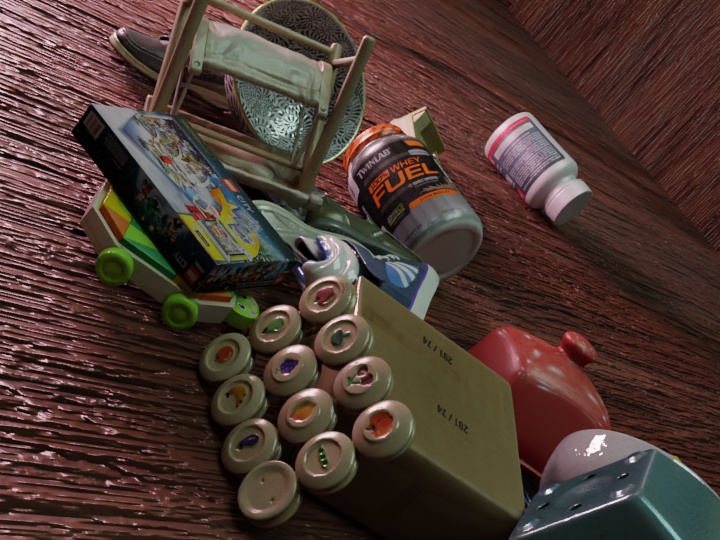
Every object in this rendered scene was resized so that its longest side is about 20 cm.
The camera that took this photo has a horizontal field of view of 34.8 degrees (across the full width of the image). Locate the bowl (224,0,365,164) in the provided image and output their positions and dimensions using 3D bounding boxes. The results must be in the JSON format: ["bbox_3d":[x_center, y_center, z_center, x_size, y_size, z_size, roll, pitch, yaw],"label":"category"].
[{"bbox_3d":[-0.097,-0.223,1.401,0.199,0.094,0.204,3,86,-39],"label":"bowl"}]

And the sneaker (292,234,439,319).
[{"bbox_3d":[0.000,0.000,1.176,0.146,0.081,0.200,40,20,-6],"label":"sneaker"}]

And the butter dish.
[{"bbox_3d":[0.198,0.131,1.248,0.199,0.148,0.200,35,14,-15],"label":"butter dish"}]

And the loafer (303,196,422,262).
[{"bbox_3d":[0.010,-0.029,1.315,0.199,0.075,0.070,33,38,-42],"label":"loafer"}]

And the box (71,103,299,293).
[{"bbox_3d":[-0.160,-0.067,1.063,0.200,0.038,0.136,50,22,18],"label":"box"}]

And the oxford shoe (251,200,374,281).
[{"bbox_3d":[-0.055,-0.011,1.216,0.199,0.075,0.058,25,46,-40],"label":"oxford shoe"}]

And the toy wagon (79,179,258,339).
[{"bbox_3d":[-0.162,-0.005,1.051,0.199,0.040,0.156,36,23,-16],"label":"toy wagon"}]

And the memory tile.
[{"bbox_3d":[-0.049,0.097,0.917,0.017,0.152,0.201,58,4,-45],"label":"memory tile"}]

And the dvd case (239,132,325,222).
[{"bbox_3d":[-0.086,-0.090,1.372,0.200,0.018,0.142,50,23,15],"label":"dvd case"}]

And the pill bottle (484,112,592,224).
[{"bbox_3d":[0.337,-0.188,2.154,0.201,0.120,0.119,52,23,23],"label":"pill bottle"}]

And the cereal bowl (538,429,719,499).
[{"bbox_3d":[0.247,0.249,1.070,0.200,0.200,0.083,44,61,3],"label":"cereal bowl"}]

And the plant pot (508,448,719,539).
[{"bbox_3d":[0.220,0.264,0.920,0.202,0.195,0.196,65,23,1],"label":"plant pot"}]

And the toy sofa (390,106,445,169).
[{"bbox_3d":[0.079,-0.159,1.727,0.083,0.097,0.201,60,12,-27],"label":"toy sofa"}]

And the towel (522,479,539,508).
[{"bbox_3d":[0.229,0.303,1.178,0.146,0.024,0.201,28,26,-36],"label":"towel"}]

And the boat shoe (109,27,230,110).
[{"bbox_3d":[-0.214,-0.259,1.398,0.199,0.065,0.073,16,33,-50],"label":"boat shoe"}]

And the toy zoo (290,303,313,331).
[{"bbox_3d":[-0.011,0.084,1.172,0.131,0.020,0.199,49,22,14],"label":"toy zoo"}]

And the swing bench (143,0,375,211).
[{"bbox_3d":[-0.119,-0.190,1.247,0.197,0.202,0.130,20,0,-20],"label":"swing bench"}]

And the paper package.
[{"bbox_3d":[0.040,0.138,1.023,0.199,0.103,0.192,34,30,-21],"label":"paper package"}]

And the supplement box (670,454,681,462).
[{"bbox_3d":[0.367,0.311,1.319,0.110,0.086,0.201,20,31,-46],"label":"supplement box"}]

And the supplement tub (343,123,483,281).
[{"bbox_3d":[0.062,-0.090,1.487,0.122,0.123,0.201,16,33,-49],"label":"supplement tub"}]
